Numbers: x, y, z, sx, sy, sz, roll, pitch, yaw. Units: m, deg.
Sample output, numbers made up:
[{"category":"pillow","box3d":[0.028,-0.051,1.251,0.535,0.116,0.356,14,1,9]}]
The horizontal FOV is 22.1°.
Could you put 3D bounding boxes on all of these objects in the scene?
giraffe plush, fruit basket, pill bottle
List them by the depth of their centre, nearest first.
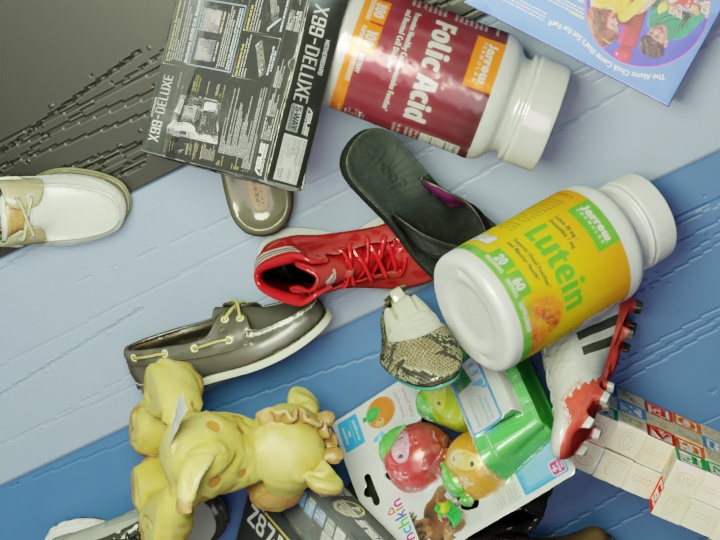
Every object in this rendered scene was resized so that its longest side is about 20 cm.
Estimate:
[{"category":"pill bottle","box3d":[0.072,-0.164,1.580,0.199,0.114,0.115,20,108,0]},{"category":"pill bottle","box3d":[0.172,-0.006,1.583,0.199,0.111,0.112,-28,105,-23]},{"category":"giraffe plush","box3d":[-0.105,0.160,1.630,0.161,0.200,0.174,2,68,-21]},{"category":"fruit basket","box3d":[0.076,0.155,1.654,0.199,0.186,0.094,-29,141,10]}]

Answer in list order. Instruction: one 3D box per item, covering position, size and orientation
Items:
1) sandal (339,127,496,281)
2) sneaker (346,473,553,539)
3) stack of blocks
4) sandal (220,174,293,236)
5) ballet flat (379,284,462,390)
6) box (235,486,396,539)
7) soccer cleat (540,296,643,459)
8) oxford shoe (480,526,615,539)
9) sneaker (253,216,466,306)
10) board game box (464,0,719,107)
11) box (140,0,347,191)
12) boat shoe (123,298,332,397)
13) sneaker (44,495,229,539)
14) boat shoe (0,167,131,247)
[{"category":"sandal","box3d":[0.064,-0.045,1.604,0.200,0.048,0.076,39,75,-22]},{"category":"sneaker","box3d":[0.079,0.213,1.709,0.199,0.091,0.076,-7,112,10]},{"category":"stack of blocks","box3d":[0.285,0.178,1.664,0.199,0.115,0.059,24,108,-1]},{"category":"sandal","box3d":[-0.111,-0.124,1.641,0.081,0.055,0.201,-10,100,9]},{"category":"ballet flat","box3d":[0.043,0.052,1.609,0.067,0.200,0.076,-17,99,-3]},{"category":"box","box3d":[-0.046,0.272,1.693,0.049,0.200,0.162,4,113,-34]},{"category":"soccer cleat","box3d":[0.186,0.084,1.615,0.085,0.200,0.069,17,140,12]},{"category":"oxford shoe","box3d":[0.141,0.273,1.732,0.199,0.073,0.085,-20,102,11]},{"category":"sneaker","box3d":[0.000,0.000,1.638,0.199,0.116,0.079,-10,106,9]},{"category":"board game box","box3d":[0.207,-0.247,1.576,0.199,0.045,0.135,27,108,-3]},{"category":"box","box3d":[-0.097,-0.179,1.554,0.157,0.050,0.201,14,92,40]},{"category":"boat shoe","box3d":[-0.124,0.063,1.694,0.200,0.072,0.061,-23,108,15]},{"category":"sneaker","box3d":[-0.218,0.264,1.764,0.199,0.079,0.074,-20,102,10]},{"category":"boat shoe","box3d":[-0.311,-0.051,1.680,0.199,0.068,0.075,-2,107,7]}]
